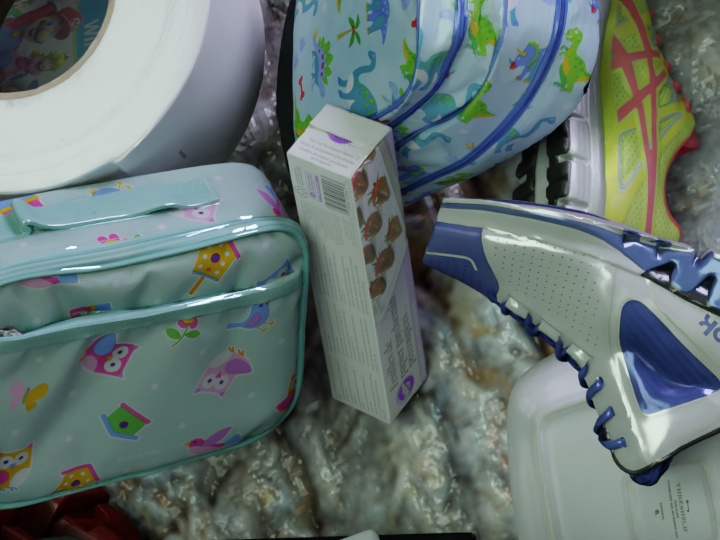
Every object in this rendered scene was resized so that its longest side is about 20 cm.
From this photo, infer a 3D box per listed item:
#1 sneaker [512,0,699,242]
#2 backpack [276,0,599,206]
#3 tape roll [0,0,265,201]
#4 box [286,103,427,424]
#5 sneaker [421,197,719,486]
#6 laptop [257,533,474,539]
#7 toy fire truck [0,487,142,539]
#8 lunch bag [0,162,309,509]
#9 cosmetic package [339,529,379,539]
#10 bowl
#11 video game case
[{"bbox_3d":[0.133,-0.090,1.246,0.078,0.090,0.201,147,134,-62],"label":"sneaker"},{"bbox_3d":[0.038,-0.120,1.207,0.199,0.153,0.164,-5,73,45],"label":"backpack"},{"bbox_3d":[-0.159,-0.126,1.242,0.201,0.139,0.204,-1,81,9],"label":"tape roll"},{"bbox_3d":[0.000,0.000,1.227,0.041,0.201,0.039,24,57,26],"label":"box"},{"bbox_3d":[0.118,0.036,1.133,0.198,0.081,0.116,15,94,9],"label":"sneaker"},{"bbox_3d":[-0.018,0.256,1.294,0.176,0.103,0.201,-5,108,24],"label":"laptop"},{"bbox_3d":[-0.157,0.155,1.285,0.199,0.176,0.129,31,97,20],"label":"toy fire truck"},{"bbox_3d":[-0.125,0.029,1.195,0.161,0.199,0.077,98,149,-41],"label":"lunch bag"},{"bbox_3d":[-0.068,0.215,1.202,0.199,0.074,0.102,-17,49,0],"label":"cosmetic package"},{"bbox_3d":[0.166,0.120,1.201,0.199,0.075,0.201,-14,80,23],"label":"bowl"},{"bbox_3d":[-0.231,-0.104,1.367,0.199,0.018,0.144,-13,47,7],"label":"video game case"}]
